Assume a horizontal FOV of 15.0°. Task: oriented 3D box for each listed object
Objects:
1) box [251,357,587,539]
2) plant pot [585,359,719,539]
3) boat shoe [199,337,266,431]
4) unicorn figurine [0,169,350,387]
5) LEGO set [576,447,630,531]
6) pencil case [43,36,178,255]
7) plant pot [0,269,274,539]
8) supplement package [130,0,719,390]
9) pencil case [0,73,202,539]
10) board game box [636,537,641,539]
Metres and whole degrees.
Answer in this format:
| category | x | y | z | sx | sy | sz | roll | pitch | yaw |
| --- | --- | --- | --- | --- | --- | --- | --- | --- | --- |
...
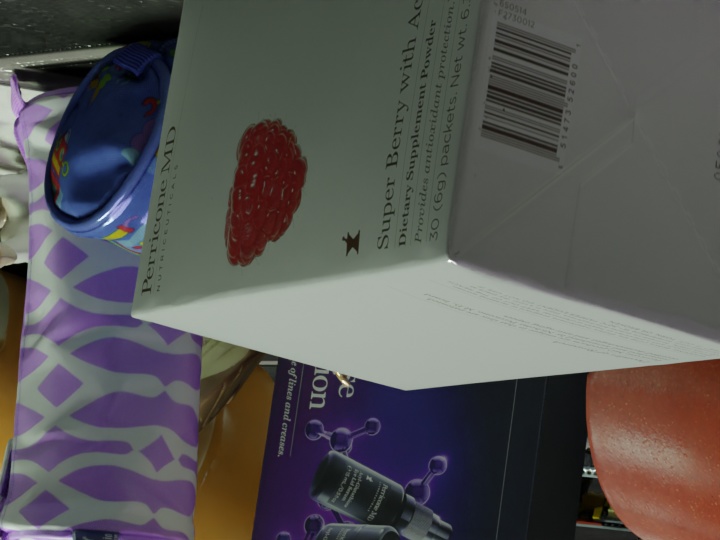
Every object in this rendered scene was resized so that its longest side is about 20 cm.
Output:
| category | x | y | z | sx | sy | sz | roll | pitch | yaw |
| --- | --- | --- | --- | --- | --- | --- | --- | --- | --- |
| box | 0.031 | 0.089 | 1.299 | 0.140 | 0.201 | 0.079 | 3 | 168 | 20 |
| plant pot | 0.206 | 0.050 | 1.053 | 0.195 | 0.202 | 0.200 | 10 | 173 | 41 |
| boat shoe | -0.076 | 0.028 | 1.343 | 0.063 | 0.073 | 0.200 | 37 | -165 | 2 |
| unicorn figurine | -0.102 | -0.017 | 1.237 | 0.199 | 0.074 | 0.137 | 20 | -178 | 17 |
| LEGO set | 0.103 | 0.058 | 1.428 | 0.199 | 0.117 | 0.154 | 7 | -161 | 23 |
| pencil case | -0.022 | -0.030 | 1.055 | 0.199 | 0.087 | 0.078 | 17 | -176 | -34 |
| plant pot | -0.176 | 0.094 | 1.567 | 0.183 | 0.201 | 0.200 | 35 | 155 | -33 |
| supplement package | 0.029 | -0.036 | 0.878 | 0.119 | 0.122 | 0.200 | 15 | 166 | -29 |
| pencil case | -0.104 | 0.024 | 1.088 | 0.085 | 0.201 | 0.084 | 3 | 163 | -1 |
| board game box | 0.209 | 0.139 | 1.244 | 0.105 | 0.023 | 0.200 | 47 | 156 | -4 |
